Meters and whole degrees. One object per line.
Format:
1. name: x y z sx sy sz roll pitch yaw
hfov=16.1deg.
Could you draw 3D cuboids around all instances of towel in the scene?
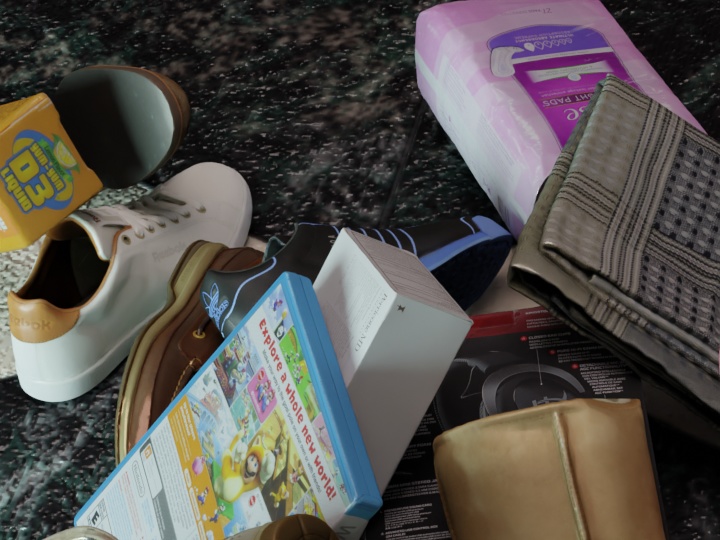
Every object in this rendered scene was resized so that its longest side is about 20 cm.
1. towel: 0.182 -0.004 1.340 0.192 0.035 0.200 35 41 -6

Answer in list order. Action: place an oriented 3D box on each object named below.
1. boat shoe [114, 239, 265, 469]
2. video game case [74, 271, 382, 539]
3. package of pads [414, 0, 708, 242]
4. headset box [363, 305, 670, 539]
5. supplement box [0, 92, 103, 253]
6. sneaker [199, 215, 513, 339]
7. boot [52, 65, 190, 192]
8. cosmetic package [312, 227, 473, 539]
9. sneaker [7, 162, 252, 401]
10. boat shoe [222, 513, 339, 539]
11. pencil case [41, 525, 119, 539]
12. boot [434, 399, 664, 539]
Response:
1. boat shoe: -0.081 0.055 1.387 0.067 0.072 0.200 2 39 16
2. video game case: -0.069 0.117 1.230 0.018 0.200 0.143 17 38 -34
3. package of pads: 0.118 -0.088 1.498 0.120 0.076 0.200 -10 39 -16
4. headset box: 0.075 0.100 1.298 0.148 0.077 0.200 -7 39 2
5. supplement box: -0.233 -0.048 1.475 0.069 0.067 0.200 -41 19 -33
6. sneaker: 0.000 0.000 1.396 0.078 0.070 0.200 42 40 23
7. boot: -0.139 -0.085 1.505 0.075 0.074 0.200 -19 1 -30
8. cosmetic package: -0.021 0.088 1.243 0.050 0.201 0.083 21 15 -25
9. sneaker: -0.130 -0.015 1.469 0.073 0.085 0.200 15 45 29
10. boat shoe: -0.024 0.210 1.139 0.066 0.201 0.074 -14 -4 38
11. pencil case: -0.106 0.199 1.126 0.077 0.200 0.090 -14 44 8
12. boot: 0.137 0.153 1.152 0.174 0.066 0.201 -11 72 -2
